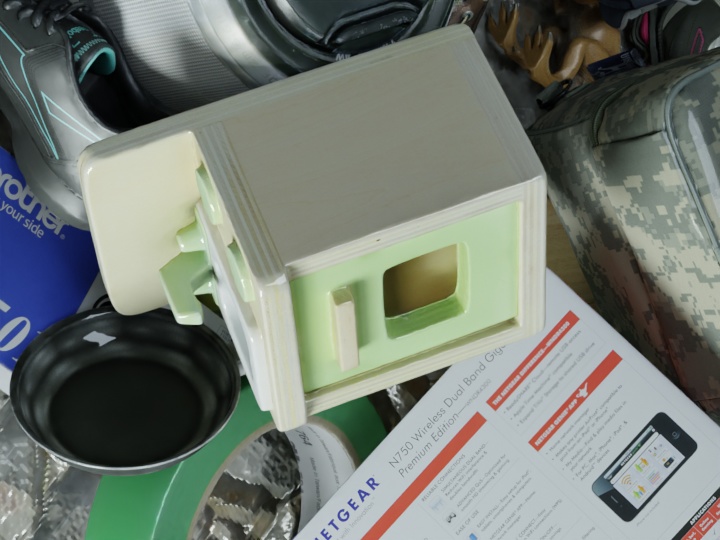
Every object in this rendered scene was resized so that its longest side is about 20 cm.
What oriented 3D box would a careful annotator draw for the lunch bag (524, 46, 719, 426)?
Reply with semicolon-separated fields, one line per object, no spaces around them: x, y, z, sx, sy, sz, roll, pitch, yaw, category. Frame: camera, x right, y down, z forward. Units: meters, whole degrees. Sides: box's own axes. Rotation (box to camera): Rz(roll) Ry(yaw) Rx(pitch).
0.182;-0.021;1.308;0.139;0.167;0.201;-28;98;-35;lunch bag

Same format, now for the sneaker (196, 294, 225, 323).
0.000;0.000;1.299;0.076;0.199;0.077;-59;142;-45;sneaker

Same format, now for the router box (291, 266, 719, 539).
0.095;0.131;1.242;0.179;0.049;0.200;44;93;15;router box

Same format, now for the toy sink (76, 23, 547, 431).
-0.019;-0.010;1.161;0.199;0.131;0.112;-18;55;-10;toy sink

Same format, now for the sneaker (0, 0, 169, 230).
-0.164;-0.118;1.216;0.200;0.079;0.075;51;43;-3;sneaker

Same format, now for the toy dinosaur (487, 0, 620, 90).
0.133;-0.120;1.461;0.106;0.060;0.202;7;85;-36;toy dinosaur

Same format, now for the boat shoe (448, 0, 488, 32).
0.036;-0.143;1.391;0.202;0.075;0.075;-40;116;-18;boat shoe

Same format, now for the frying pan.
-0.092;0.042;1.228;0.190;0.115;0.031;-37;145;-36;frying pan

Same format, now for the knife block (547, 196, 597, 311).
0.133;-0.037;1.428;0.200;0.064;0.176;37;86;-28;knife block

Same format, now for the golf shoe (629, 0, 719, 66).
0.223;-0.074;1.508;0.077;0.088;0.201;-21;102;-35;golf shoe

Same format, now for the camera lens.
-0.058;-0.157;1.241;0.159;0.199;0.161;0;89;-35;camera lens

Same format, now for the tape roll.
-0.060;0.144;1.289;0.200;0.048;0.202;-17;113;-47;tape roll

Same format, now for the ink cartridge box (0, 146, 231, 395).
-0.151;0.027;1.267;0.200;0.044;0.094;39;67;-28;ink cartridge box

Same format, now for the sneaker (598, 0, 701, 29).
0.154;-0.233;1.445;0.146;0.077;0.203;56;25;-33;sneaker
